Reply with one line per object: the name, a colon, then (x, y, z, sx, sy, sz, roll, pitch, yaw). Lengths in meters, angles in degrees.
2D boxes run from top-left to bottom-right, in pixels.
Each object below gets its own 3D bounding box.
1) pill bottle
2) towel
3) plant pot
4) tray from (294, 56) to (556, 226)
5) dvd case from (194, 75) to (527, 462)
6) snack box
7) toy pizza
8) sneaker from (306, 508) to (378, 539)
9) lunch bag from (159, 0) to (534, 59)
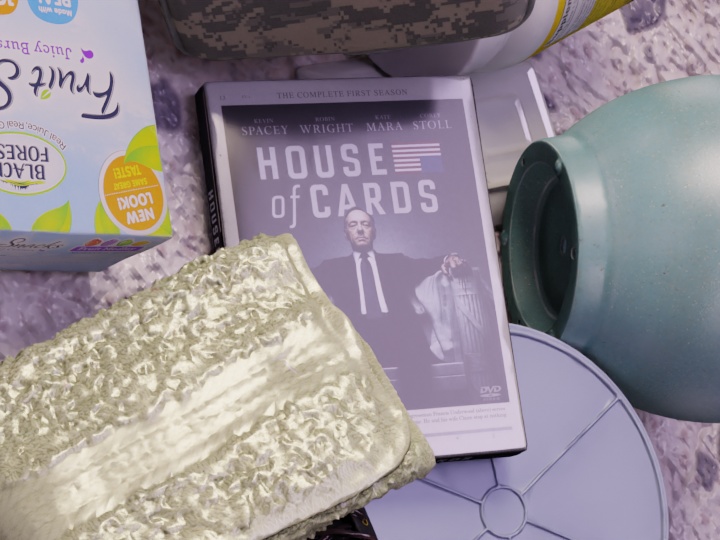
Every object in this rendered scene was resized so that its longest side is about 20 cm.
pill bottle: (0.084, -0.179, 1.279, 0.200, 0.114, 0.115, -31, 96, -46)
towel: (-0.080, 0.072, 0.996, 0.199, 0.037, 0.149, -28, 67, -24)
plant pot: (0.157, -0.012, 1.253, 0.133, 0.200, 0.202, 0, 72, -16)
tray: (0.051, -0.075, 1.273, 0.199, 0.022, 0.108, -13, 85, -47)
dvd case: (0.000, 0.000, 1.149, 0.149, 0.025, 0.202, -3, 77, -20)
snack box: (-0.179, -0.104, 1.019, 0.168, 0.067, 0.202, 1, 75, -43)
toy pizza: (0.068, 0.127, 1.175, 0.198, 0.032, 0.202, 5, 76, -21)
sneaker: (-0.023, 0.103, 1.043, 0.074, 0.106, 0.202, -17, 93, -16)
lunch bag: (-0.017, -0.210, 1.120, 0.140, 0.198, 0.169, 76, 8, -61)
